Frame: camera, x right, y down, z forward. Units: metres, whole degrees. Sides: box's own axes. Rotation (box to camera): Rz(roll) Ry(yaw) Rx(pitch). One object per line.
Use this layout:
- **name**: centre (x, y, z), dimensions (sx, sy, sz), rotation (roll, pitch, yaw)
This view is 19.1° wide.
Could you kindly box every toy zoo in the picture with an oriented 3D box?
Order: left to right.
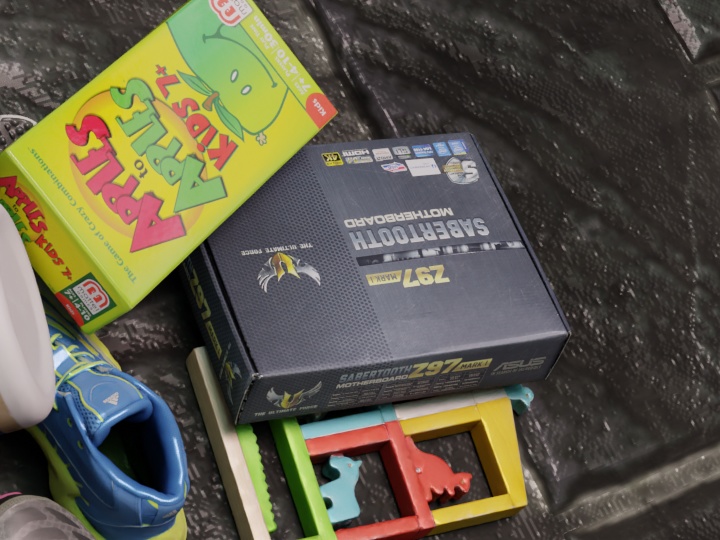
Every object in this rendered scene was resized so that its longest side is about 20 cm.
- **toy zoo**: centre (0.012, 0.089, 1.212), dimensions (0.199, 0.020, 0.132), rotation (-9, 68, -26)

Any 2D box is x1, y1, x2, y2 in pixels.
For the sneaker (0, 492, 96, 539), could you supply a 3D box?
- **sneaker**: centre (-0.119, 0.187, 1.023), dimensions (0.074, 0.087, 0.200), rotation (-22, 74, -31)

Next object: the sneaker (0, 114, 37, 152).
- **sneaker**: centre (-0.254, -0.017, 1.135), dimensions (0.199, 0.080, 0.074), rotation (-28, 106, -17)

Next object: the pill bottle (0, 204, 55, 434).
- **pill bottle**: centre (-0.257, 0.042, 1.034), dimensions (0.199, 0.116, 0.116), rotation (-15, 69, 1)

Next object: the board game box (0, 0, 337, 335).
- **board game box**: centre (-0.106, -0.066, 1.139), dimensions (0.102, 0.048, 0.200), rotation (52, 47, -10)

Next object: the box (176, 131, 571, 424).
- **box**: centre (0.000, 0.000, 1.214), dimensions (0.199, 0.051, 0.158), rotation (-6, 54, -24)

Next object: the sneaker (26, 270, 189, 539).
- **sneaker**: centre (-0.145, 0.058, 1.112), dimensions (0.076, 0.105, 0.200), rotation (-31, 80, -32)
